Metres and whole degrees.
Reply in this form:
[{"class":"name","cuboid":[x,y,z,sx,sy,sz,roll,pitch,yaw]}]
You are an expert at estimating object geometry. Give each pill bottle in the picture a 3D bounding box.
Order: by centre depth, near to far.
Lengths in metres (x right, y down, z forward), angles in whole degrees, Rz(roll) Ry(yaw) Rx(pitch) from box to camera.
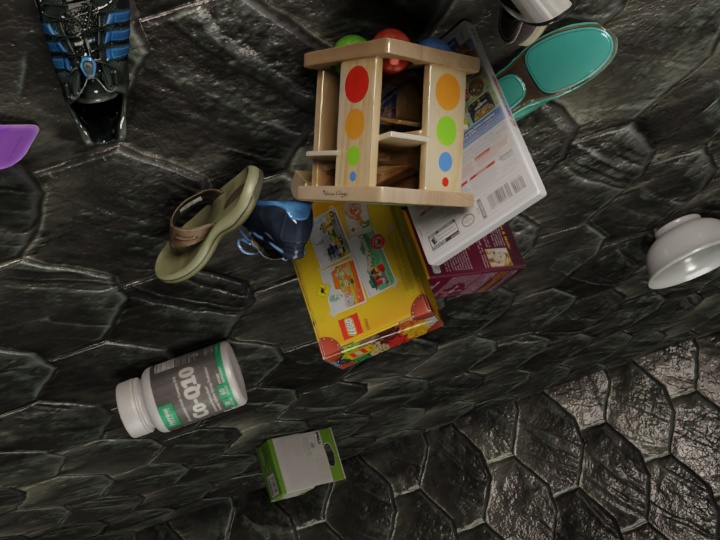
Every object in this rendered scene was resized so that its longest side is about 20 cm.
[{"class":"pill bottle","cuboid":[-0.299,0.203,1.480,0.197,0.114,0.113,-20,159,-2]}]

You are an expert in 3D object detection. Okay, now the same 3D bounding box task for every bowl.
[{"class":"bowl","cuboid":[0.641,-0.049,1.734,0.198,0.091,0.202,-16,159,-7]}]

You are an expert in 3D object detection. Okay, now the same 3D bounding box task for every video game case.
[{"class":"video game case","cuboid":[0.091,-0.127,0.889,0.143,0.202,0.018,-34,155,35]}]

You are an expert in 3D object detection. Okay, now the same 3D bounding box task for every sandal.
[{"class":"sandal","cuboid":[-0.183,-0.061,1.011,0.057,0.081,0.201,24,132,-31]}]

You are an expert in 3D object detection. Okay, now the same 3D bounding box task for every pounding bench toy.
[{"class":"pounding bench toy","cuboid":[0.002,-0.145,0.867,0.123,0.159,0.199,-1,-176,-41]}]

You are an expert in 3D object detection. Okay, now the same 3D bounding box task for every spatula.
[{"class":"spatula","cuboid":[-0.373,-0.117,0.749,0.198,0.021,0.057,7,134,-46]}]

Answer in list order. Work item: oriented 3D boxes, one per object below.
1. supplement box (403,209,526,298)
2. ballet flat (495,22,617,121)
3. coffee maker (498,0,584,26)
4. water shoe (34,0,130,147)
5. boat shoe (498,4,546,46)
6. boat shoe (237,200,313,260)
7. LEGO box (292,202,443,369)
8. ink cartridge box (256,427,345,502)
[{"class":"supplement box","cuboid":[0.133,-0.026,1.304,0.198,0.112,0.086,-5,156,-33]},{"class":"ballet flat","cuboid":[0.192,-0.213,0.984,0.198,0.068,0.070,-29,-178,23]},{"class":"coffee maker","cuboid":[0.116,-0.282,0.573,0.191,0.136,0.199,-28,146,34]},{"class":"water shoe","cuboid":[-0.205,-0.172,0.684,0.071,0.080,0.201,-15,159,-13]},{"class":"boat shoe","cuboid":[0.142,-0.275,0.762,0.064,0.073,0.201,-9,154,-11]},{"class":"boat shoe","cuboid":[-0.106,-0.045,1.005,0.083,0.070,0.200,2,-177,-12]},{"class":"LEGO box","cuboid":[0.000,0.000,1.123,0.147,0.202,0.077,-23,159,12]},{"class":"ink cartridge box","cuboid":[-0.154,0.507,2.314,0.198,0.150,0.076,-4,155,-36]}]
